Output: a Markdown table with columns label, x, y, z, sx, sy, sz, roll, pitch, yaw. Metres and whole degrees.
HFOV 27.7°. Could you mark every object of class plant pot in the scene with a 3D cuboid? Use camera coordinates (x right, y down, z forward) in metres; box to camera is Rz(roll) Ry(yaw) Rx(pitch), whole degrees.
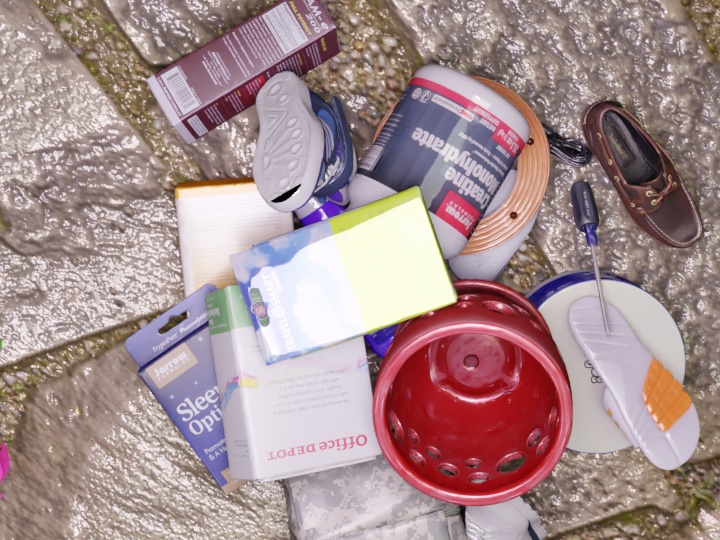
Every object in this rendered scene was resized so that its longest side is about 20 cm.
| label | x | y | z | sx | sy | sz | roll | pitch | yaw |
| --- | --- | --- | --- | --- | --- | --- | --- | --- | --- |
| plant pot | 0.119 | 0.116 | 1.509 | 0.200 | 0.183 | 0.201 | 2 | 108 | 7 |

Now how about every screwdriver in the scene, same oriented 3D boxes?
| label | x | y | z | sx | sy | sz | roll | pitch | yaw |
| --- | --- | --- | --- | --- | --- | --- | --- | --- | --- |
| screwdriver | 0.260 | -0.013 | 1.605 | 0.029 | 0.028 | 0.201 | 10 | 55 | -30 |

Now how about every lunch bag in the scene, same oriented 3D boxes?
| label | x | y | z | sx | sy | sz | roll | pitch | yaw |
| --- | --- | --- | --- | --- | --- | --- | --- | --- | --- |
| lunch bag | 0.012 | 0.259 | 1.613 | 0.199 | 0.139 | 0.168 | -13 | 89 | -6 |

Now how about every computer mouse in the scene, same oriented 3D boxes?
| label | x | y | z | sx | sy | sz | roll | pitch | yaw |
| --- | --- | --- | --- | --- | --- | --- | --- | --- | --- |
| computer mouse | 0.169 | -0.072 | 1.636 | 0.109 | 0.044 | 0.200 | 27 | 93 | -8 |

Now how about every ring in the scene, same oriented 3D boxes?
| label | x | y | z | sx | sy | sz | roll | pitch | yaw |
| --- | --- | --- | --- | --- | --- | --- | --- | --- | --- |
| ring | 0.110 | -0.116 | 1.614 | 0.200 | 0.019 | 0.201 | 0 | 87 | 10 |

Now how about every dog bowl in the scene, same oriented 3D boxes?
| label | x | y | z | sx | sy | sz | roll | pitch | yaw |
| --- | --- | --- | --- | --- | --- | --- | --- | --- | --- |
| dog bowl | 0.260 | 0.102 | 1.647 | 0.199 | 0.079 | 0.201 | -1 | 96 | -5 |

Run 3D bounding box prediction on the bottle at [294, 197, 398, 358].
| label | x | y | z | sx | sy | sz | roll | pitch | yaw |
| --- | --- | --- | --- | --- | --- | --- | --- | --- | --- |
| bottle | 0.000 | 0.000 | 1.619 | 0.083 | 0.065 | 0.200 | -36 | 98 | -5 |

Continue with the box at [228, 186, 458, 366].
| label | x | y | z | sx | sy | sz | roll | pitch | yaw |
| --- | --- | --- | --- | --- | --- | --- | --- | --- | --- |
| box | -0.016 | 0.006 | 1.444 | 0.199 | 0.048 | 0.122 | -19 | 90 | 5 |

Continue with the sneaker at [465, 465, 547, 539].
| label | x | y | z | sx | sy | sz | roll | pitch | yaw |
| --- | --- | --- | --- | --- | --- | --- | --- | --- | --- |
| sneaker | 0.148 | 0.281 | 1.607 | 0.080 | 0.200 | 0.076 | -44 | 54 | -7 |

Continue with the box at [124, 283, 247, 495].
| label | x | y | z | sx | sy | sz | roll | pitch | yaw |
| --- | --- | --- | --- | --- | --- | --- | --- | --- | --- |
| box | -0.152 | 0.127 | 1.567 | 0.121 | 0.032 | 0.200 | -35 | 100 | 2 |

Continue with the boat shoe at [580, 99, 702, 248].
| label | x | y | z | sx | sy | sz | roll | pitch | yaw |
| --- | --- | --- | --- | --- | --- | --- | --- | --- | --- |
| boat shoe | 0.317 | -0.104 | 1.634 | 0.070 | 0.070 | 0.200 | -41 | 100 | -3 |

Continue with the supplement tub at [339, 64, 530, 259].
| label | x | y | z | sx | sy | sz | roll | pitch | yaw |
| --- | --- | --- | --- | --- | --- | --- | --- | --- | --- |
| supplement tub | 0.074 | -0.101 | 1.532 | 0.140 | 0.140 | 0.200 | 31 | 87 | -8 |

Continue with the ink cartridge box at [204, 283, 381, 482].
| label | x | y | z | sx | sy | sz | roll | pitch | yaw |
| --- | --- | --- | --- | --- | --- | --- | --- | --- | --- |
| ink cartridge box | -0.071 | 0.109 | 1.515 | 0.145 | 0.087 | 0.201 | -8 | 86 | -24 |

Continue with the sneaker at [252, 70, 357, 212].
| label | x | y | z | sx | sy | sz | roll | pitch | yaw |
| --- | --- | --- | --- | --- | --- | --- | --- | --- | --- |
| sneaker | -0.043 | -0.102 | 1.511 | 0.080 | 0.200 | 0.146 | -28 | 131 | 18 |

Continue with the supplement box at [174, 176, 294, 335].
| label | x | y | z | sx | sy | sz | roll | pitch | yaw |
| --- | --- | --- | --- | --- | --- | --- | --- | --- | --- |
| supplement box | -0.131 | 0.000 | 1.602 | 0.126 | 0.074 | 0.201 | -5 | 98 | -4 |

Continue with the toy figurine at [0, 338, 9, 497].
| label | x | y | z | sx | sy | sz | roll | pitch | yaw |
| --- | --- | --- | --- | --- | --- | --- | --- | --- | --- |
| toy figurine | -0.461 | 0.180 | 1.580 | 0.199 | 0.150 | 0.185 | -6 | 107 | 17 |

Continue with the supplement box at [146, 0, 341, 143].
| label | x | y | z | sx | sy | sz | roll | pitch | yaw |
| --- | --- | --- | --- | --- | --- | --- | --- | --- | --- |
| supplement box | -0.121 | -0.219 | 1.557 | 0.200 | 0.109 | 0.061 | -31 | 84 | -2 |

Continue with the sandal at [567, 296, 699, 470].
| label | x | y | z | sx | sy | sz | roll | pitch | yaw |
| --- | --- | --- | --- | --- | --- | --- | --- | --- | --- |
| sandal | 0.292 | 0.122 | 1.588 | 0.079 | 0.059 | 0.207 | -27 | 77 | -18 |
